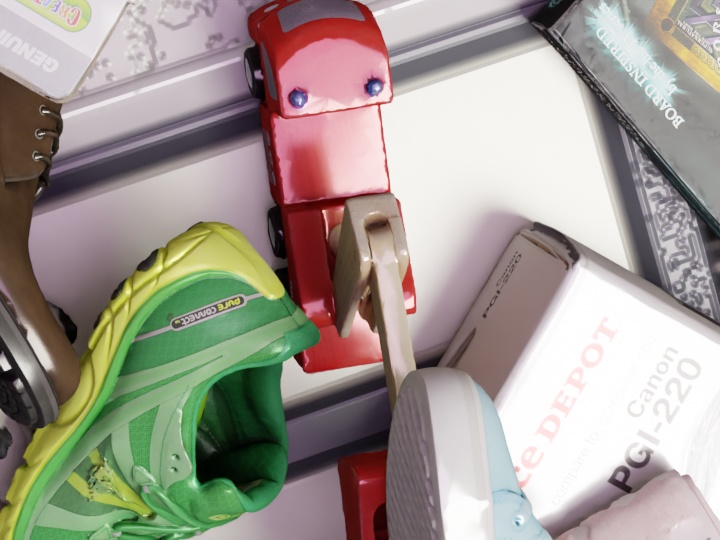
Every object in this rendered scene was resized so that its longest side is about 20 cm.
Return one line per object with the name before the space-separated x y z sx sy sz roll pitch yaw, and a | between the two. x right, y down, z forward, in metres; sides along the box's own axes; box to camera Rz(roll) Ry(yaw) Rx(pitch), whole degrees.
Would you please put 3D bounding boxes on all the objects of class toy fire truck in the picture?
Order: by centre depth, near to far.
toy fire truck | 0.000 0.000 0.932 0.049 0.141 0.200 -9 103 -10

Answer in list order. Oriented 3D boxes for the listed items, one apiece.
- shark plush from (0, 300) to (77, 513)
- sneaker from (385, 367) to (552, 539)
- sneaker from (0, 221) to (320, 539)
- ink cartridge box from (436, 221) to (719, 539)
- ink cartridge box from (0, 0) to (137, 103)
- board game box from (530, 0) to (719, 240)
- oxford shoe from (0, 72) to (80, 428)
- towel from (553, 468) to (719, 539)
shark plush | -0.202 0.027 0.937 0.200 0.091 0.083 35 124 -22
sneaker | 0.061 0.119 0.867 0.082 0.074 0.200 -16 113 -13
sneaker | -0.077 0.077 0.932 0.084 0.074 0.200 38 125 18
ink cartridge box | 0.123 0.091 1.006 0.200 0.085 0.146 29 94 -13
ink cartridge box | -0.149 -0.183 0.890 0.200 0.084 0.176 31 90 -16
board game box | 0.182 -0.073 1.013 0.135 0.028 0.200 -43 107 -1
oxford shoe | -0.137 -0.041 0.905 0.084 0.073 0.200 -19 80 -21
towel | 0.086 0.203 0.920 0.200 0.032 0.191 -32 73 -1
